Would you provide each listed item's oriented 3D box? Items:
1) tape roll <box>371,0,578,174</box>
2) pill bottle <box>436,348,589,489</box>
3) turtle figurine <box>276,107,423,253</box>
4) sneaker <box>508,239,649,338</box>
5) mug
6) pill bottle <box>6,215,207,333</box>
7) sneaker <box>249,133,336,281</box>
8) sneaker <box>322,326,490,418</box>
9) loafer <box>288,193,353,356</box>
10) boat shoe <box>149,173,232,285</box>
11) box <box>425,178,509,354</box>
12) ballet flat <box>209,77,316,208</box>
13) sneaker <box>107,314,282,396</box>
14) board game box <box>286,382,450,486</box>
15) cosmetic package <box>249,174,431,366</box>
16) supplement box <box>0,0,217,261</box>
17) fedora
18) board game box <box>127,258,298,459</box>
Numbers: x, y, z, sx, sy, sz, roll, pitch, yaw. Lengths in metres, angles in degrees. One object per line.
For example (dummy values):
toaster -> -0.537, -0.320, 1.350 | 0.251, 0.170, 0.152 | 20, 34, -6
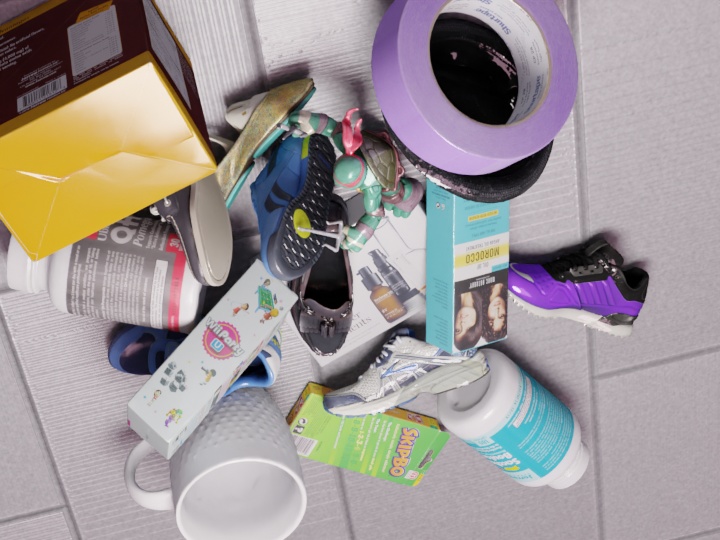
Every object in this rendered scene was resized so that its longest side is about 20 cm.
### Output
tape roll -> 0.112, -0.199, 1.587 | 0.198, 0.202, 0.066 | 13, 165, -22
pill bottle -> 0.190, 0.187, 1.947 | 0.111, 0.111, 0.200 | -40, 125, 17
turtle figurine -> -0.003, -0.096, 1.622 | 0.100, 0.200, 0.151 | -15, 89, 22
sneaker -> 0.247, 0.005, 1.859 | 0.198, 0.070, 0.100 | 15, 115, -28
mug -> -0.170, 0.213, 1.836 | 0.198, 0.176, 0.149 | -13, 128, -3
pill bottle -> -0.258, -0.005, 1.676 | 0.198, 0.111, 0.112 | 9, 125, 0
sneaker -> -0.078, -0.059, 1.641 | 0.078, 0.201, 0.066 | -17, 130, 27
sneaker -> 0.046, 0.111, 1.881 | 0.198, 0.077, 0.086 | -19, 89, 6
loafer -> -0.040, 0.016, 1.730 | 0.071, 0.063, 0.202 | -4, 124, -8
boat shoe -> -0.179, -0.076, 1.627 | 0.062, 0.202, 0.073 | -18, 169, 21
box -> 0.116, -0.017, 1.761 | 0.082, 0.049, 0.202 | -14, 113, -34
ballet flat -> -0.124, -0.130, 1.665 | 0.070, 0.071, 0.200 | 25, 115, -29
sneaker -> -0.181, 0.095, 1.805 | 0.198, 0.083, 0.075 | -2, 128, -11
board game box -> 0.004, 0.201, 1.966 | 0.198, 0.030, 0.096 | 20, 120, -23
cosmetic package -> 0.000, 0.000, 1.799 | 0.199, 0.052, 0.151 | -30, 125, 10
supplement box -> -0.261, -0.153, 1.521 | 0.196, 0.201, 0.133 | -26, 129, 6
fedora -> 0.097, -0.155, 1.660 | 0.199, 0.203, 0.091 | 12, 165, -22
board game box -> -0.157, 0.095, 1.696 | 0.064, 0.148, 0.200 | 41, 75, 2
